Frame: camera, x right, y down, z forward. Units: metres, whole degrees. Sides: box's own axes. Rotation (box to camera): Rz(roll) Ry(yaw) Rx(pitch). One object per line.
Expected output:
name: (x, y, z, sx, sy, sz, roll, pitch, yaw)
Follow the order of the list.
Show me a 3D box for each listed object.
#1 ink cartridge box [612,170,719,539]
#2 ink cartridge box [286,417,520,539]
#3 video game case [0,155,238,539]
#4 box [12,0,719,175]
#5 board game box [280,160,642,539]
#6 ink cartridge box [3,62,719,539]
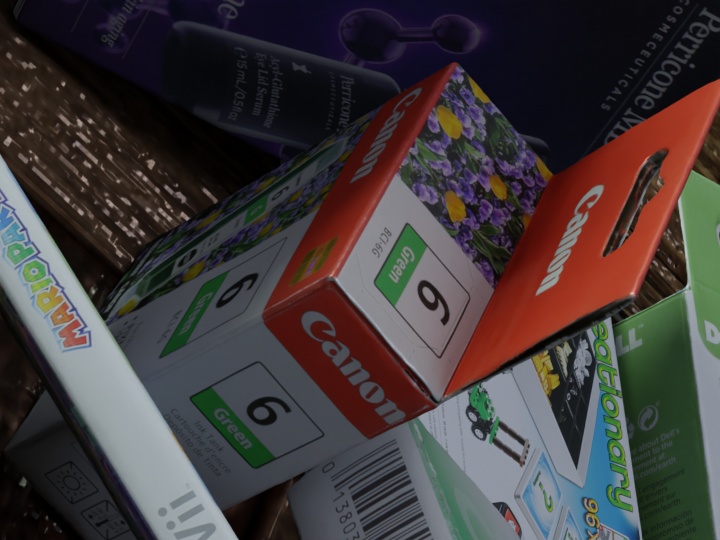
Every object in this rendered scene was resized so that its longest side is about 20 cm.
ink cartridge box: (0.133, 0.073, 0.968, 0.104, 0.059, 0.200, 24, 50, -38)
ink cartridge box: (0.063, 0.153, 0.760, 0.200, 0.050, 0.161, 47, 14, -42)
video game case: (-0.072, 0.019, 0.662, 0.200, 0.018, 0.143, 56, -9, 21)
box: (0.017, -0.109, 0.839, 0.200, 0.148, 0.104, 27, 45, -6)
board game box: (0.035, 0.033, 0.904, 0.126, 0.035, 0.200, 21, 52, -38)
ink cartridge box: (0.000, 0.000, 0.750, 0.050, 0.200, 0.109, 49, 39, -16)
